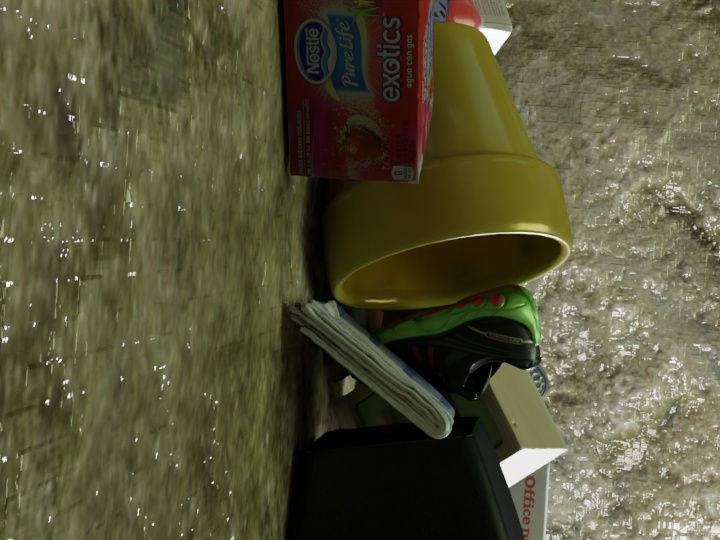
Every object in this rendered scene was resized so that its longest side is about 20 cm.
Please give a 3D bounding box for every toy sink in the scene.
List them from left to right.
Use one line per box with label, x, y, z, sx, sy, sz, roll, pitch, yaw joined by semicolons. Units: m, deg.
toy sink;0.059;0.152;1.508;0.112;0.199;0.131;9;51;-59

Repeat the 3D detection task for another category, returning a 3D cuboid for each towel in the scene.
towel;0.016;0.071;1.289;0.024;0.146;0.200;-51;175;2

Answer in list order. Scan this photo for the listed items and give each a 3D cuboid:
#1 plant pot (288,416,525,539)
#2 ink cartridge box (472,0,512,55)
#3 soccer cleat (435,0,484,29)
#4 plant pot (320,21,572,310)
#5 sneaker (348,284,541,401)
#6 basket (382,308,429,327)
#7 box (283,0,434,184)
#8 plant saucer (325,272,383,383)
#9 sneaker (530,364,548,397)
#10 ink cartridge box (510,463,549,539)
plant pot;0.039;0.216;1.351;0.199;0.197;0.180;-15;100;-83
ink cartridge box;0.073;-0.264;1.670;0.177;0.044;0.202;125;-41;-50
soccer cleat;0.041;-0.251;1.454;0.067;0.076;0.201;-54;-143;20
plant pot;0.057;-0.086;1.360;0.201;0.198;0.191;69;10;-74
sneaker;0.066;0.074;1.400;0.076;0.199;0.085;-21;92;-47
basket;0.076;0.002;1.683;0.137;0.179;0.200;70;20;-7
box;0.001;-0.169;1.149;0.100;0.094;0.202;-76;168;-53
plant saucer;0.000;0.000;1.500;0.200;0.036;0.203;5;90;-84
sneaker;0.116;0.068;1.874;0.146;0.201;0.077;-78;-166;-68
ink cartridge box;0.117;0.280;1.950;0.084;0.197;0.147;-24;117;-84
